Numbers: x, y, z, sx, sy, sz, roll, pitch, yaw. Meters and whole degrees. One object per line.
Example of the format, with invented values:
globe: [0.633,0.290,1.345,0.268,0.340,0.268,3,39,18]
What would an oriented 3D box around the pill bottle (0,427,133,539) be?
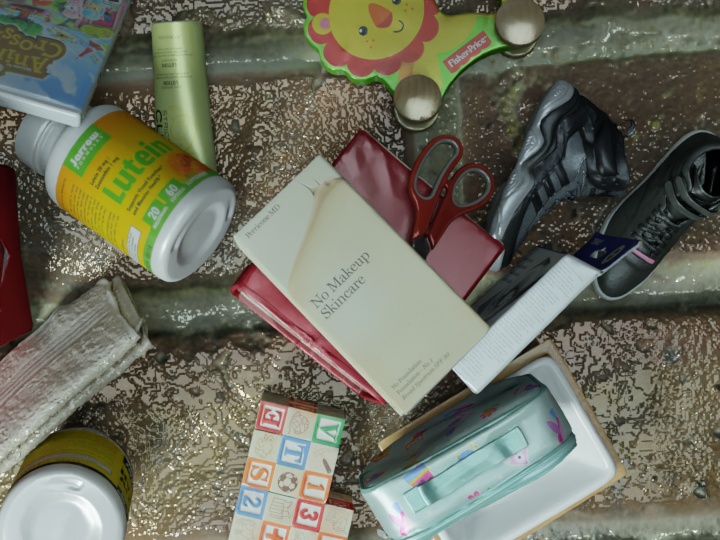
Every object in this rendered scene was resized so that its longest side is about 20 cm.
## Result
pill bottle: [-0.269,0.210,1.232,0.111,0.200,0.112,-1,98,-7]

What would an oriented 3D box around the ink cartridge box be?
ink cartridge box: [0.159,0.023,1.245,0.200,0.200,0.041,-42,93,1]

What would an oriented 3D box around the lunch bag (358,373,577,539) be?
lunch bag: [0.093,0.173,1.190,0.200,0.160,0.077,-31,93,-1]

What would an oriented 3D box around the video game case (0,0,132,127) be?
video game case: [-0.333,-0.233,1.248,0.199,0.022,0.183,16,55,-3]

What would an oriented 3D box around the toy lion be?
toy lion: [0.051,-0.250,1.302,0.200,0.069,0.192,-36,86,-1]

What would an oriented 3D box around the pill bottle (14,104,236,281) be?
pill bottle: [-0.226,-0.087,1.251,0.200,0.111,0.111,34,91,16]

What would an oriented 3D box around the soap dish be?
soap dish: [0.139,0.183,1.313,0.199,0.081,0.158,-31,94,-1]

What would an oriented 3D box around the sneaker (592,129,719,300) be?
sneaker: [0.299,-0.054,1.299,0.071,0.099,0.200,36,92,-6]

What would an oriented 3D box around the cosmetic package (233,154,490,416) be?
cosmetic package: [0.001,0.014,1.091,0.200,0.073,0.104,45,85,5]

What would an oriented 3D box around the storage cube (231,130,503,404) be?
storage cube: [0.000,0.000,1.237,0.171,0.200,0.180,38,84,-3]

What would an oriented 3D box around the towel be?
towel: [-0.291,0.094,1.266,0.200,0.133,0.034,-41,124,-1]

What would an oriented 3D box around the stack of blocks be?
stack of blocks: [-0.066,0.233,1.317,0.115,0.059,0.201,13,92,-3]

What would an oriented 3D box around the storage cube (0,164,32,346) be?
storage cube: [-0.413,-0.007,1.229,0.199,0.180,0.172,-7,93,-3]

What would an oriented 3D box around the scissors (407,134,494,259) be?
scissors: [0.046,-0.022,1.138,0.073,0.014,0.200,33,80,-8]

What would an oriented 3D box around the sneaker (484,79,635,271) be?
sneaker: [0.199,-0.078,1.304,0.113,0.075,0.201,24,89,-1]

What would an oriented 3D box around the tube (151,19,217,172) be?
tube: [-0.173,-0.143,1.298,0.052,0.058,0.201,-6,98,-30]
